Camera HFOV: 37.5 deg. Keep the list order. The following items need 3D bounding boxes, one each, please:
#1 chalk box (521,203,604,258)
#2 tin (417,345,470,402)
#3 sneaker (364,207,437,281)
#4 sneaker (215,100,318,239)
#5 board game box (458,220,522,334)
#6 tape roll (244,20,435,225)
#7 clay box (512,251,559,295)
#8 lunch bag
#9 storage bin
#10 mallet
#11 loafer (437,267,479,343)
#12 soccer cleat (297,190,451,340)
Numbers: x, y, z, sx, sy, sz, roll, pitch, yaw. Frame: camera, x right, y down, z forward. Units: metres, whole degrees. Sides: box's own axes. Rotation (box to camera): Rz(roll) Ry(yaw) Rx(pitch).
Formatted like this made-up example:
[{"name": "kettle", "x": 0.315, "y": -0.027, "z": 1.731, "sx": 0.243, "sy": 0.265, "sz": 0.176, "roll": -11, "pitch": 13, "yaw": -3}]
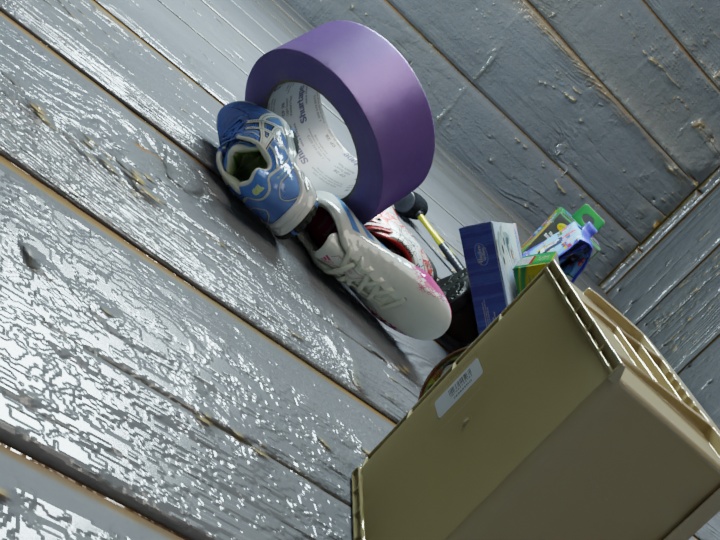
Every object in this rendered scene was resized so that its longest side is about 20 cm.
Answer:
[{"name": "chalk box", "x": 0.451, "y": -0.058, "z": 2.356, "sx": 0.125, "sy": 0.200, "sz": 0.124, "roll": 44, "pitch": 12, "yaw": 0}, {"name": "tin", "x": 0.128, "y": 0.150, "z": 0.840, "sx": 0.200, "sy": 0.112, "sz": 0.042, "roll": 50, "pitch": 4, "yaw": 22}, {"name": "sneaker", "x": 0.006, "y": -0.052, "z": 1.201, "sx": 0.202, "sy": 0.067, "sz": 0.108, "roll": 50, "pitch": 11, "yaw": 13}, {"name": "sneaker", "x": -0.103, "y": -0.116, "z": 1.033, "sx": 0.077, "sy": 0.076, "sz": 0.200, "roll": 39, "pitch": 12, "yaw": -42}, {"name": "board game box", "x": 0.167, "y": 0.045, "z": 1.232, "sx": 0.199, "sy": 0.043, "sz": 0.202, "roll": -5, "pitch": 85, "yaw": -74}, {"name": "tape roll", "x": -0.024, "y": -0.149, "z": 1.102, "sx": 0.085, "sy": 0.200, "sz": 0.200, "roll": -35, "pitch": 76, "yaw": -34}, {"name": "clay box", "x": 0.219, "y": 0.085, "z": 1.220, "sx": 0.115, "sy": 0.047, "sz": 0.202, "roll": -26, "pitch": 107, "yaw": -74}, {"name": "lunch bag", "x": 0.273, "y": 0.009, "z": 1.556, "sx": 0.094, "sy": 0.200, "sz": 0.151, "roll": 44, "pitch": 12, "yaw": -2}, {"name": "storage bin", "x": 0.092, "y": 0.115, "z": 0.625, "sx": 0.094, "sy": 0.200, "sz": 0.199, "roll": 39, "pitch": 13, "yaw": -12}, {"name": "mallet", "x": 0.117, "y": -0.047, "z": 1.631, "sx": 0.201, "sy": 0.041, "sz": 0.066, "roll": 56, "pitch": 15, "yaw": 29}, {"name": "loafer", "x": 0.125, "y": 0.045, "z": 1.301, "sx": 0.072, "sy": 0.073, "sz": 0.200, "roll": 63, "pitch": 19, "yaw": -6}, {"name": "soccer cleat", "x": 0.000, "y": 0.000, "z": 1.037, "sx": 0.200, "sy": 0.070, "sz": 0.086, "roll": 42, "pitch": 21, "yaw": 14}]
